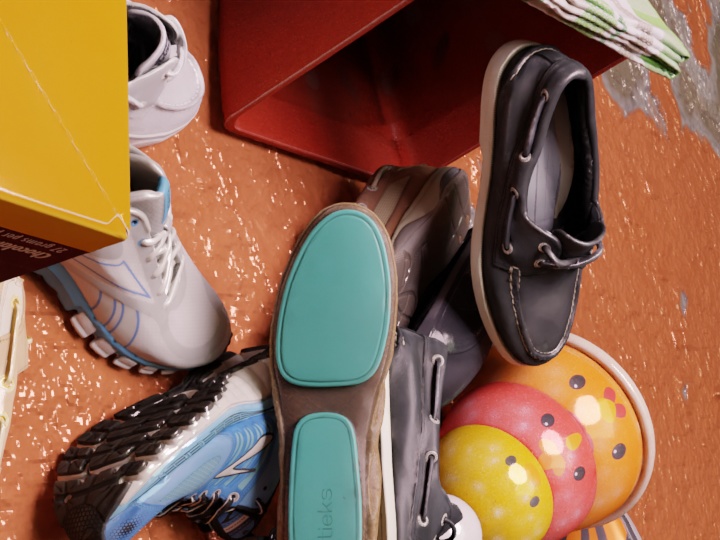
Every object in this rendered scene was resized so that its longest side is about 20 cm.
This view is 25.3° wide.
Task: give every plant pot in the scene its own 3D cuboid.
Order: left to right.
[{"bbox_3d":[0.025,-0.191,1.016,0.199,0.199,0.177,15,52,-52],"label":"plant pot"}]

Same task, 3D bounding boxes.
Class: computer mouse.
[{"bbox_3d":[0.068,0.027,1.040,0.053,0.139,0.200,37,51,-4],"label":"computer mouse"}]

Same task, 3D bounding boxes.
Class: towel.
[{"bbox_3d":[0.118,-0.196,0.937,0.199,0.031,0.150,12,47,-54],"label":"towel"}]

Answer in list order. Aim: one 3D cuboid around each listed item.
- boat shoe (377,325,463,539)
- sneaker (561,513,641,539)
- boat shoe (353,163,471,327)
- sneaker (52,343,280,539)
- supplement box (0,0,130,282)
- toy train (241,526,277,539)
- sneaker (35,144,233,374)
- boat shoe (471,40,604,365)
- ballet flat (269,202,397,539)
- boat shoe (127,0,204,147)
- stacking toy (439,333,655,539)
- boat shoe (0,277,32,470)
[{"bbox_3d":[0.025,0.128,0.897,0.066,0.074,0.201,5,71,-23],"label":"boat shoe"},{"bbox_3d":[0.146,0.243,1.099,0.112,0.077,0.202,24,58,-50],"label":"sneaker"},{"bbox_3d":[0.000,0.000,0.996,0.200,0.071,0.076,-49,148,-44],"label":"boat shoe"},{"bbox_3d":[-0.077,0.104,0.835,0.200,0.078,0.091,-29,104,-55],"label":"sneaker"},{"bbox_3d":[-0.206,-0.094,0.615,0.132,0.199,0.199,20,61,-51],"label":"supplement box"},{"bbox_3d":[-0.003,0.179,0.948,0.199,0.034,0.046,15,68,-52],"label":"toy train"},{"bbox_3d":[-0.120,-0.016,0.813,0.200,0.086,0.075,45,42,-38],"label":"sneaker"},{"bbox_3d":[0.114,-0.033,0.953,0.074,0.066,0.201,-10,107,-39],"label":"boat shoe"},{"bbox_3d":[-0.013,0.067,0.851,0.072,0.067,0.202,65,25,-85],"label":"ballet flat"},{"bbox_3d":[-0.129,-0.114,0.842,0.200,0.068,0.073,19,61,-61],"label":"boat shoe"},{"bbox_3d":[0.087,0.136,1.001,0.200,0.145,0.147,-37,107,-52],"label":"stacking toy"},{"bbox_3d":[-0.184,0.036,0.719,0.069,0.073,0.201,43,47,-50],"label":"boat shoe"}]
